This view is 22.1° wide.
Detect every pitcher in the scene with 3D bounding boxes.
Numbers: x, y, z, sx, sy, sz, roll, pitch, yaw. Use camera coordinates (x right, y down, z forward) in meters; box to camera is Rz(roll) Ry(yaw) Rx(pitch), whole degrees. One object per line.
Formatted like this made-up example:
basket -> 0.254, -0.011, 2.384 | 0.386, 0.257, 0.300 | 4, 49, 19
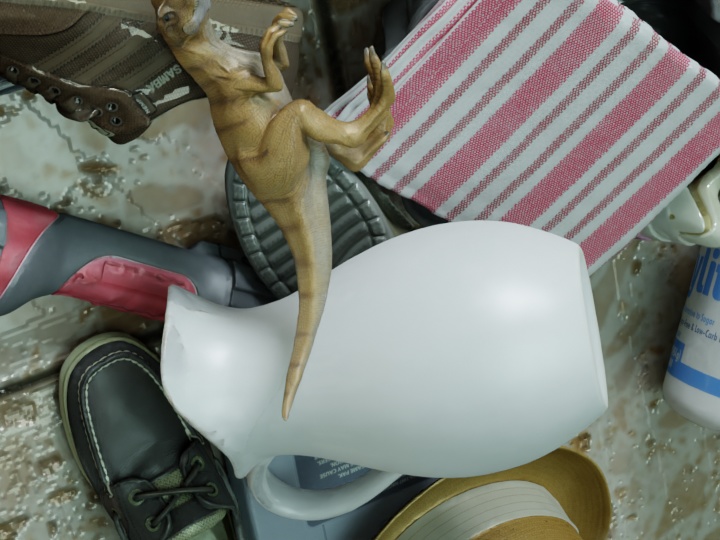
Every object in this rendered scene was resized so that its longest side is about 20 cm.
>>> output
pitcher -> 0.021, 0.059, 0.913 | 0.199, 0.122, 0.172 | -10, 139, 11

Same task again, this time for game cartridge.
game cartridge -> 0.017, 0.096, 1.052 | 0.199, 0.042, 0.134 | -20, 117, -24

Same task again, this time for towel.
towel -> 0.094, -0.078, 0.943 | 0.200, 0.030, 0.146 | 27, 121, -35

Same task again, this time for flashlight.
flashlight -> -0.130, 0.009, 0.927 | 0.199, 0.068, 0.068 | 19, 113, -33

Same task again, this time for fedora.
fedora -> 0.081, 0.192, 1.060 | 0.200, 0.082, 0.201 | -21, 132, -25

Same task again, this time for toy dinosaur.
toy dinosaur -> -0.031, -0.049, 0.831 | 0.106, 0.060, 0.201 | -26, 106, -6

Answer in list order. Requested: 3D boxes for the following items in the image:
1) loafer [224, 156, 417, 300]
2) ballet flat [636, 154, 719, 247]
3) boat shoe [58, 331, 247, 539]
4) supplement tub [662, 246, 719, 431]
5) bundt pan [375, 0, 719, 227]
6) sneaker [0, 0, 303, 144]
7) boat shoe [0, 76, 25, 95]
loafer -> 0.000, 0.000, 0.978 | 0.075, 0.070, 0.200 | -32, 109, 13
ballet flat -> 0.210, -0.058, 1.038 | 0.200, 0.071, 0.069 | -35, 148, 26
boat shoe -> -0.096, 0.125, 0.977 | 0.072, 0.066, 0.201 | -28, 115, -19
supplement tub -> 0.268, 0.003, 1.113 | 0.132, 0.132, 0.201 | 10, 98, -31
bundt pan -> 0.096, -0.110, 0.982 | 0.201, 0.076, 0.202 | -7, 133, -7
sneaker -> -0.122, -0.094, 0.827 | 0.199, 0.070, 0.076 | 4, 103, -19
boat shoe -> -0.114, -0.123, 0.895 | 0.199, 0.072, 0.068 | -17, 110, -22
